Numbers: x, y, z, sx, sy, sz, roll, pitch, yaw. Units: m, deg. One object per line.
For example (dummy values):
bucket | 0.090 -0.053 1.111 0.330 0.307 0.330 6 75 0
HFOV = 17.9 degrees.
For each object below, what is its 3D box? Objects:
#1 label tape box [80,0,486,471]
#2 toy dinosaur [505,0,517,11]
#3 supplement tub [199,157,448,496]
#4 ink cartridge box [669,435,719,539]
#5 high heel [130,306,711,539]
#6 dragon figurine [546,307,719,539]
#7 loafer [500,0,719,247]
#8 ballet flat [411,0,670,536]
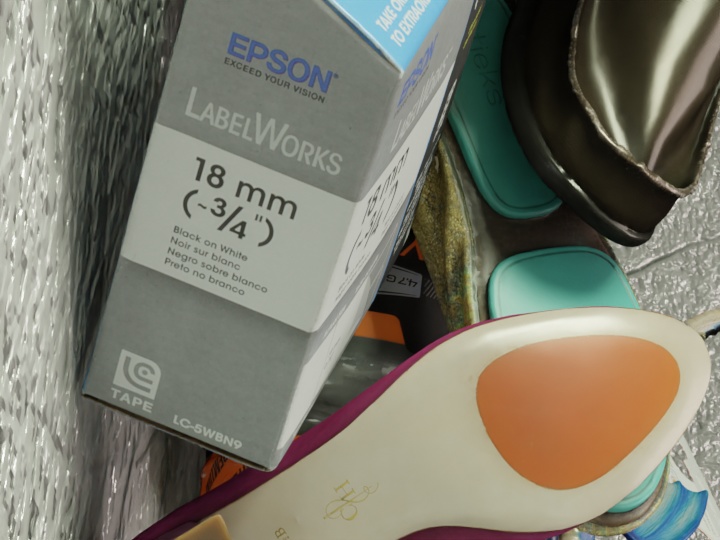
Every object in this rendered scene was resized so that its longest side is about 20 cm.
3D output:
label tape box | -0.006 -0.067 0.636 0.144 0.063 0.201 -60 170 -56
toy dinosaur | 0.082 -0.117 0.888 0.077 0.102 0.201 -30 105 -34
supplement tub | 0.000 0.000 0.846 0.123 0.121 0.202 86 10 -68
ink cartridge box | 0.075 0.045 1.007 0.200 0.050 0.161 42 17 -31
high heel | 0.009 0.066 0.689 0.096 0.199 0.068 129 -60 -74
dragon figurine | 0.102 0.073 0.893 0.199 0.058 0.100 -20 113 -54
loafer | 0.101 -0.097 0.761 0.071 0.073 0.201 -32 -147 42
ballet flat | 0.048 0.000 0.757 0.071 0.070 0.201 85 -12 -70
